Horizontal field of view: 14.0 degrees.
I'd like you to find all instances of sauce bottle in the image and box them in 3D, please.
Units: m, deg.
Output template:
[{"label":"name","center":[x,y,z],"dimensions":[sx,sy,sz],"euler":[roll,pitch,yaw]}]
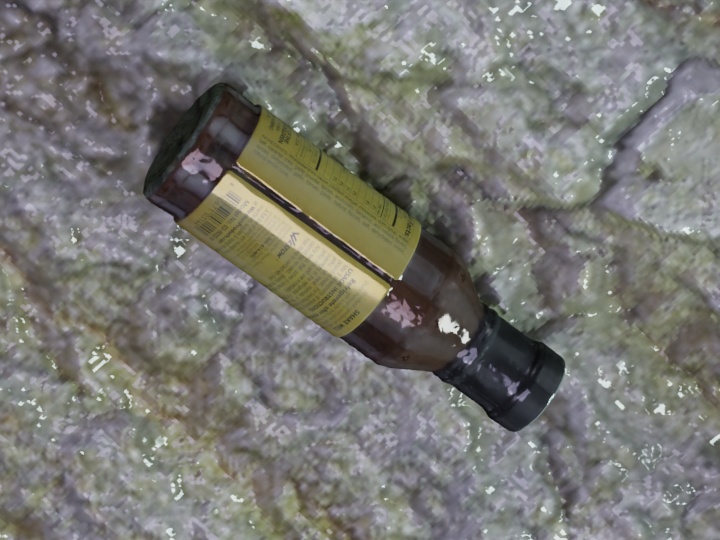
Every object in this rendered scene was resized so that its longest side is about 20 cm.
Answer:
[{"label":"sauce bottle","center":[0.000,0.000,1.269],"dimensions":[0.200,0.065,0.065],"euler":[38,111,-14]}]
